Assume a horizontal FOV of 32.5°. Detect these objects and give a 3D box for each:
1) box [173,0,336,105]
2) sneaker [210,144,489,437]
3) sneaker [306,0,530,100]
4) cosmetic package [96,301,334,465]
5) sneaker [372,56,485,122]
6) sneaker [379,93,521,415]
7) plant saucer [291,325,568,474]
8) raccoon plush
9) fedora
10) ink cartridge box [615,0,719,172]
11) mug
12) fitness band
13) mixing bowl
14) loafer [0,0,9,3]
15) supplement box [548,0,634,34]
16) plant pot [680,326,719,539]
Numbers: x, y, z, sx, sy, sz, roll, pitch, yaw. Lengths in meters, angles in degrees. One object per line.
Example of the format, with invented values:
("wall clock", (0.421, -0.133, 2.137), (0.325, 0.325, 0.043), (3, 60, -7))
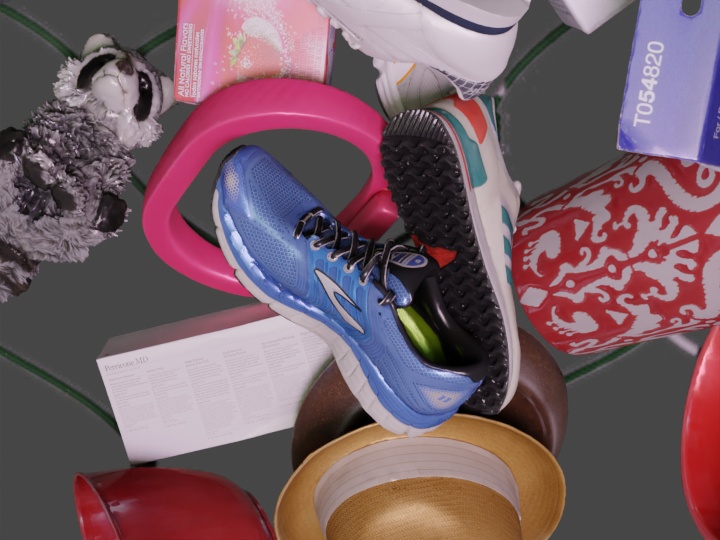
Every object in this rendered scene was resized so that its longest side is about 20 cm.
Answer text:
("box", (-0.058, -0.204, 0.760), (0.094, 0.100, 0.203), (6, 105, 0))
("sneaker", (0.000, 0.000, 0.706), (0.200, 0.079, 0.089), (45, 133, -8))
("sneaker", (-0.005, -0.164, 0.684), (0.199, 0.077, 0.081), (31, 145, 6))
("cosmetic package", (-0.073, 0.067, 0.856), (0.197, 0.051, 0.084), (-13, 108, 4))
("sneaker", (0.055, -0.152, 0.746), (0.091, 0.076, 0.202), (16, 138, 38))
("sneaker", (0.075, -0.013, 0.758), (0.070, 0.093, 0.202), (1, 113, 40))
("plant saucer", (0.052, 0.121, 0.841), (0.197, 0.035, 0.202), (-6, 121, -9))
("raccoon plush", (-0.207, -0.075, 0.825), (0.199, 0.135, 0.097), (-22, 123, 39))
("fedora", (0.043, 0.176, 0.789), (0.198, 0.082, 0.202), (-5, 132, -6))
("ink cartridge box", (0.240, -0.139, 0.602), (0.197, 0.041, 0.202), (8, 98, -1))
("mug", (0.213, -0.019, 0.762), (0.199, 0.176, 0.135), (-22, 66, 43))
("fitness band", (-0.057, -0.048, 0.783), (0.142, 0.038, 0.200), (22, 143, -20))
("mixing bowl", (-0.112, 0.215, 0.841), (0.107, 0.200, 0.203), (-17, 105, -22))
("loafer", (-0.196, -0.233, 0.775), (0.199, 0.063, 0.072), (-32, 102, 9))
("supplement box", (0.115, -0.255, 0.742), (0.101, 0.103, 0.201), (-34, 100, 9))
("plant pot", (0.332, 0.105, 0.796), (0.175, 0.201, 0.203), (16, 105, -13))
